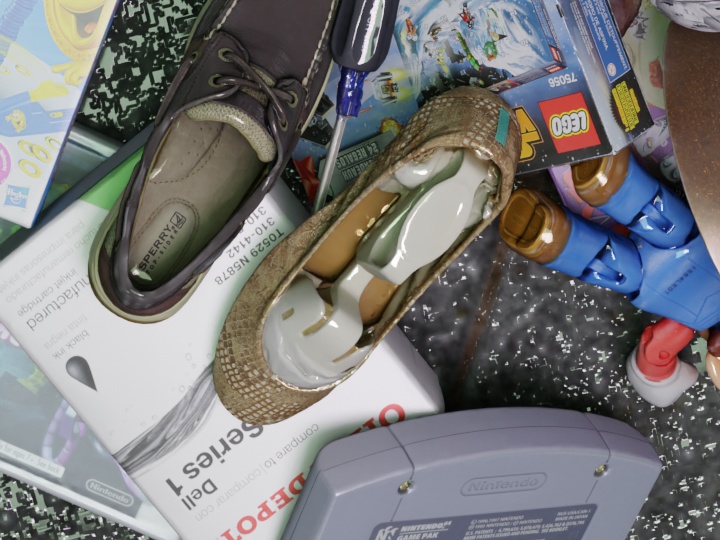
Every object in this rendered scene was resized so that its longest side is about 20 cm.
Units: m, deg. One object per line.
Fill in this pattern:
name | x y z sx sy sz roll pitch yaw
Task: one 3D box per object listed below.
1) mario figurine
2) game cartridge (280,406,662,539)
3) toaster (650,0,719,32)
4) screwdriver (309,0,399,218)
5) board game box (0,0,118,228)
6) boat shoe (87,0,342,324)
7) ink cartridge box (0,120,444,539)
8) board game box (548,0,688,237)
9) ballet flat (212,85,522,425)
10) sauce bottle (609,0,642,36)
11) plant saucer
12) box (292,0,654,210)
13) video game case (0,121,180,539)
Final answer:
mario figurine | 0.161 -0.004 1.299 0.199 0.123 0.107 32 58 -28
game cartridge | 0.050 0.127 1.291 0.199 0.042 0.134 -1 126 -33
toaster | 0.200 -0.187 1.168 0.198 0.114 0.130 -8 114 -2
screwdriver | -0.010 -0.057 1.219 0.029 0.028 0.201 -3 112 -38
board game box | -0.211 -0.149 1.233 0.199 0.056 0.197 21 102 -7
boat shoe | -0.058 -0.066 1.192 0.073 0.065 0.201 26 84 -14
ink cartridge box | -0.072 0.033 1.284 0.146 0.084 0.200 -38 100 6
board game box | 0.130 -0.116 1.310 0.119 0.032 0.201 -24 102 8
ballet flat | 0.000 0.000 1.192 0.070 0.065 0.200 34 106 -16
sauce bottle | 0.114 -0.159 1.252 0.066 0.066 0.201 12 101 -4
plant saucer | 0.208 -0.040 1.238 0.034 0.200 0.201 -23 103 28
box | 0.032 -0.108 1.241 0.199 0.040 0.138 -10 107 44
video game case | -0.148 0.023 1.334 0.199 0.023 0.183 24 100 -6
